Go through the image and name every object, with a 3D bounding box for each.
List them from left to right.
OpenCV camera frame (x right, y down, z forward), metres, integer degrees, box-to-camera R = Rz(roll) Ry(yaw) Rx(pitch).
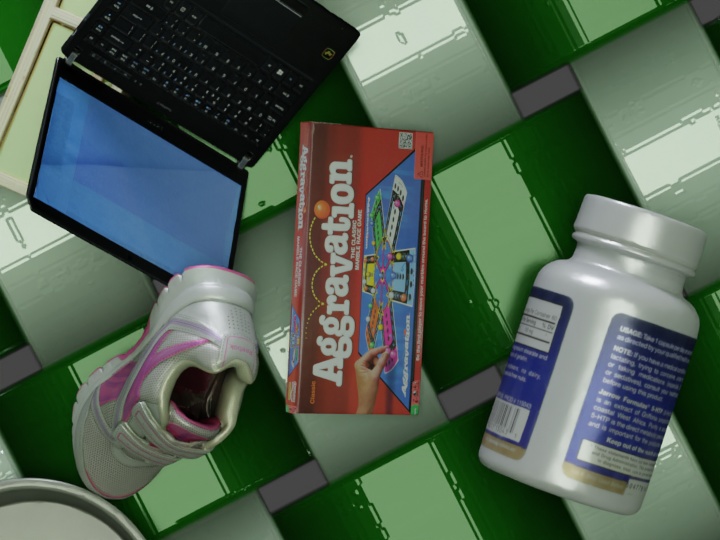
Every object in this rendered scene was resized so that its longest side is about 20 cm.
[{"bbox_3d":[-0.230,0.246,1.551,0.199,0.037,0.201,0,83,2],"label":"cake pan"},{"bbox_3d":[-0.194,-0.144,1.544,0.076,0.070,0.201,23,89,-1],"label":"toy refrigerator"},{"bbox_3d":[-0.134,0.092,1.506,0.081,0.088,0.200,16,125,-28],"label":"sneaker"},{"bbox_3d":[-0.109,-0.105,1.489,0.177,0.103,0.200,31,107,-36],"label":"laptop"},{"bbox_3d":[0.000,0.000,1.551,0.102,0.019,0.201,3,91,-31],"label":"board game box"},{"bbox_3d":[0.166,0.056,1.529,0.119,0.120,0.201,19,90,-1],"label":"pill bottle"}]
